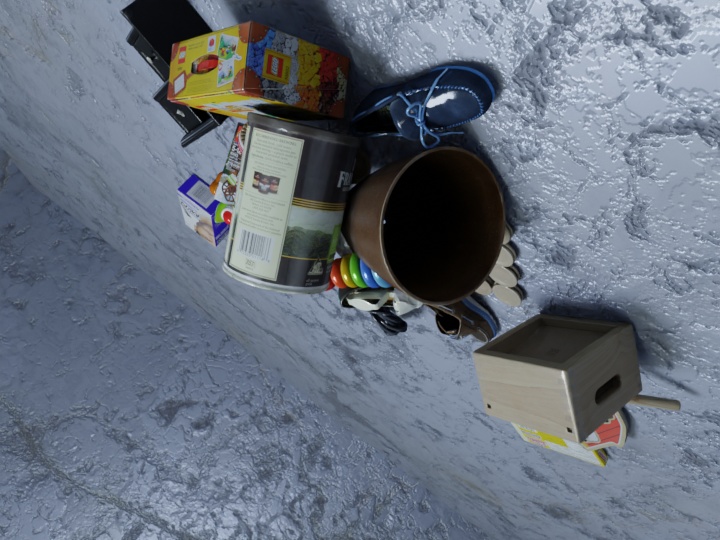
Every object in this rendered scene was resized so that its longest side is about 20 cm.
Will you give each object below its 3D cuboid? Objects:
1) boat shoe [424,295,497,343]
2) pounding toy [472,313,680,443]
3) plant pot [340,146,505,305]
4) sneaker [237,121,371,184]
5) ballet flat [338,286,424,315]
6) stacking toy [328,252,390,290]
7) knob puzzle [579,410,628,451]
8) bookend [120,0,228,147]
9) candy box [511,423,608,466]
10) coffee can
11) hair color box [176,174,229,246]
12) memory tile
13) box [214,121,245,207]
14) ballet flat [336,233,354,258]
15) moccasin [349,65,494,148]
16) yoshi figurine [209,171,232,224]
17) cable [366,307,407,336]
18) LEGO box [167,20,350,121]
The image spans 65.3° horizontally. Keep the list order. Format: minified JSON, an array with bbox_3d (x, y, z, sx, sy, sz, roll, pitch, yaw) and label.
[{"bbox_3d":[0.163,0.079,0.962,0.200,0.073,0.072,43,161,-33],"label":"boat shoe"},{"bbox_3d":[0.303,0.153,0.789,0.184,0.199,0.143,3,111,55],"label":"pounding toy"},{"bbox_3d":[0.054,-0.065,0.748,0.187,0.187,0.200,51,163,-27],"label":"plant pot"},{"bbox_3d":[-0.089,-0.176,0.845,0.199,0.072,0.112,14,-179,-21],"label":"sneaker"},{"bbox_3d":[0.053,0.048,0.998,0.199,0.069,0.068,-4,127,21],"label":"ballet flat"},{"bbox_3d":[0.000,0.000,0.973,0.199,0.086,0.086,-11,132,29],"label":"stacking toy"},{"bbox_3d":[0.384,0.252,1.004,0.219,0.030,0.220,35,152,22],"label":"knob puzzle"},{"bbox_3d":[-0.297,-0.321,0.908,0.200,0.092,0.198,50,155,-24],"label":"bookend"},{"bbox_3d":[0.406,0.346,1.179,0.102,0.026,0.200,49,155,-26],"label":"candy box"},{"bbox_3d":[-0.091,-0.088,0.728,0.145,0.201,0.146,13,-166,-3],"label":"coffee can"},{"bbox_3d":[-0.397,-0.148,1.432,0.109,0.065,0.200,37,159,4],"label":"hair color box"},{"bbox_3d":[0.169,-0.028,0.848,0.153,0.017,0.200,22,153,35],"label":"memory tile"},{"bbox_3d":[-0.135,-0.145,0.924,0.199,0.137,0.038,25,-167,19],"label":"box"},{"bbox_3d":[0.002,-0.030,1.041,0.200,0.072,0.072,48,156,-23],"label":"ballet flat"},{"bbox_3d":[0.065,-0.178,0.652,0.200,0.068,0.081,4,140,54],"label":"moccasin"},{"bbox_3d":[-0.217,-0.134,1.114,0.200,0.112,0.113,40,123,45],"label":"yoshi figurine"},{"bbox_3d":[0.031,0.065,1.151,0.163,0.051,0.200,53,180,-2],"label":"cable"},{"bbox_3d":[-0.134,-0.245,0.722,0.148,0.078,0.199,2,-172,-43],"label":"LEGO box"}]
